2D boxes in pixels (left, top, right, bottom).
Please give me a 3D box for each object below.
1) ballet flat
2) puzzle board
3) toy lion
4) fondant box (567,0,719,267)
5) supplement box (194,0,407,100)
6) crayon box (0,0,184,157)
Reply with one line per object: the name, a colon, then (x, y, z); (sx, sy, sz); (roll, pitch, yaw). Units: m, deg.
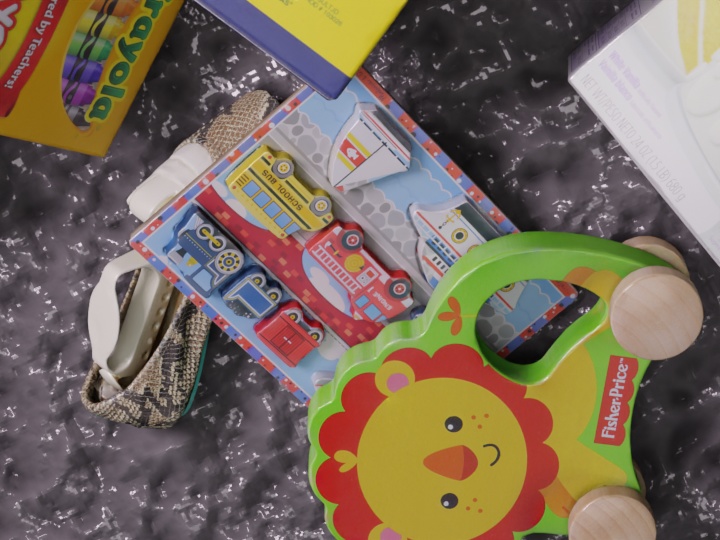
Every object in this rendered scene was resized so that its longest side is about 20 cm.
ballet flat: (-0.100, -0.004, 1.158); (0.075, 0.068, 0.201); (6, 114, -39)
puzzle board: (0.000, 0.000, 1.142); (0.151, 0.017, 0.200); (-39, 120, 12)
toy lion: (0.069, 0.074, 1.154); (0.190, 0.069, 0.201); (8, 111, -3)
fondant box: (0.224, -0.110, 1.105); (0.200, 0.058, 0.144); (-39, 98, 14)
supplement box: (-0.001, -0.195, 1.017); (0.109, 0.109, 0.200); (35, 96, -12)
crayon box: (-0.160, -0.131, 1.076); (0.051, 0.199, 0.127); (40, 109, 36)
